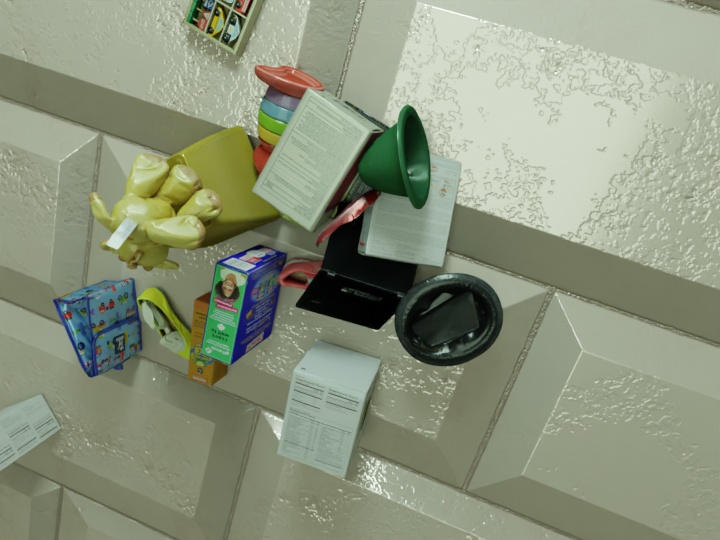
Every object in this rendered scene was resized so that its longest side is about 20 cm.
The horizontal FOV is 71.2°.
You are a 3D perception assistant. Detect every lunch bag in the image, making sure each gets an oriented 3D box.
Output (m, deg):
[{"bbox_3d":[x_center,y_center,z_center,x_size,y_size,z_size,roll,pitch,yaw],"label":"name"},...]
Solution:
[{"bbox_3d":[-0.576,0.135,1.138,0.094,0.151,0.200,-4,104,15],"label":"lunch bag"}]

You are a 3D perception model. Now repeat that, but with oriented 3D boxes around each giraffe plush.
[{"bbox_3d":[-0.346,-0.067,0.839,0.173,0.200,0.162,43,143,-1],"label":"giraffe plush"}]

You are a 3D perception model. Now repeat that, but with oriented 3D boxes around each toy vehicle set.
[{"bbox_3d":[-0.240,-0.525,0.937,0.124,0.027,0.200,31,110,5],"label":"toy vehicle set"}]

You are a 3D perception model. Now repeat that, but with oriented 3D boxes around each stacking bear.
[{"bbox_3d":[-0.148,-0.265,0.946,0.114,0.121,0.200,30,120,14],"label":"stacking bear"}]

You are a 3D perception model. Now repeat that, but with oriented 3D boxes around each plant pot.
[{"bbox_3d":[-0.312,-0.146,0.972,0.200,0.176,0.200,-18,99,24],"label":"plant pot"}]

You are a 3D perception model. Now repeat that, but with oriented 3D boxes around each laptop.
[{"bbox_3d":[0.000,0.000,0.979,0.187,0.116,0.200,18,137,-20],"label":"laptop"}]

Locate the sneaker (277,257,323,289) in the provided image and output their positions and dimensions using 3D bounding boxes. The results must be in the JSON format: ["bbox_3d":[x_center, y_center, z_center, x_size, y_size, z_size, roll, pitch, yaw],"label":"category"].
[{"bbox_3d":[-0.071,0.014,1.008,0.200,0.087,0.074,-4,104,13],"label":"sneaker"}]

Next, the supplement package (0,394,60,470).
[{"bbox_3d":[-0.918,0.429,1.281,0.156,0.200,0.111,-21,99,19],"label":"supplement package"}]

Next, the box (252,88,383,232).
[{"bbox_3d":[-0.072,-0.189,0.866,0.128,0.109,0.200,35,111,1],"label":"box"}]

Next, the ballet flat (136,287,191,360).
[{"bbox_3d":[-0.443,0.132,1.148,0.067,0.067,0.200,-29,96,19],"label":"ballet flat"}]

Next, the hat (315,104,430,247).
[{"bbox_3d":[0.010,-0.169,0.841,0.176,0.200,0.166,-5,124,23],"label":"hat"}]

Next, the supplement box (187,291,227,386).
[{"bbox_3d":[-0.335,0.154,1.127,0.066,0.069,0.200,14,110,13],"label":"supplement box"}]

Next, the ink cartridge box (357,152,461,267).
[{"bbox_3d":[0.090,-0.115,0.923,0.162,0.050,0.200,9,91,-22],"label":"ink cartridge box"}]

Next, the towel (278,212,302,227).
[{"bbox_3d":[-0.092,-0.180,0.998,0.086,0.018,0.200,28,110,6],"label":"towel"}]

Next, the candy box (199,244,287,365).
[{"bbox_3d":[-0.233,0.065,1.021,0.077,0.169,0.200,18,109,13],"label":"candy box"}]

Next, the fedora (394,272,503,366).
[{"bbox_3d":[0.164,0.083,0.960,0.200,0.092,0.201,1,106,3],"label":"fedora"}]

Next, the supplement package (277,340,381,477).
[{"bbox_3d":[-0.062,0.281,1.045,0.150,0.152,0.200,16,108,9],"label":"supplement package"}]

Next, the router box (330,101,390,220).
[{"bbox_3d":[-0.011,-0.188,0.946,0.157,0.052,0.200,31,110,-4],"label":"router box"}]
